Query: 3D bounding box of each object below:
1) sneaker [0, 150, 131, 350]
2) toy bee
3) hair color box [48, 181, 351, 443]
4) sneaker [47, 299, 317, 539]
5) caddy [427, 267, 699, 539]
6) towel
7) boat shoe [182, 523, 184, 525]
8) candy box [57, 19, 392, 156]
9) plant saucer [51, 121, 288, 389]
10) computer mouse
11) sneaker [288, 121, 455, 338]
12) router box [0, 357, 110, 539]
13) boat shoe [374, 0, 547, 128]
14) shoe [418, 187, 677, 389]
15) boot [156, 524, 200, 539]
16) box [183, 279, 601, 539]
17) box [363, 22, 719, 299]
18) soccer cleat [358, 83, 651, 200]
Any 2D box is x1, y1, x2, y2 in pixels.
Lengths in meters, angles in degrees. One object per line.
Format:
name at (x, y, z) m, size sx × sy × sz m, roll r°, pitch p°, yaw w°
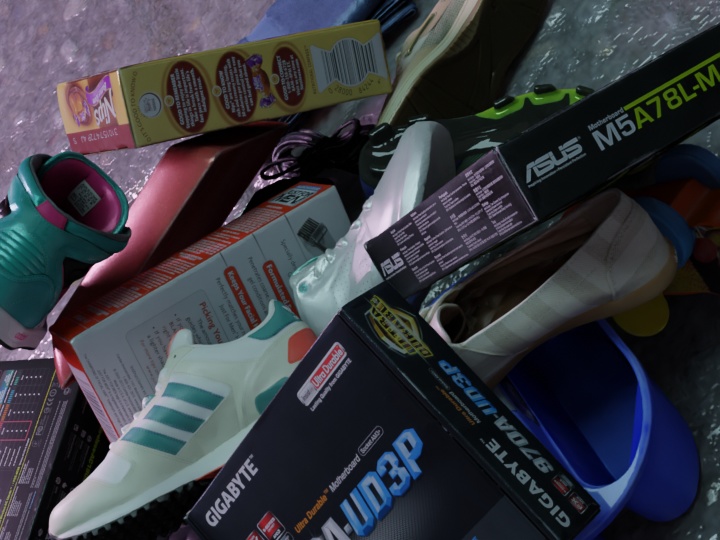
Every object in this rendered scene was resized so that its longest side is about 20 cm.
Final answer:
sneaker at (-0.206, -0.018, 0.959) m, size 0.121 × 0.084 × 0.200 m, roll -49°, pitch 8°, yaw -5°
toy bee at (0.192, -0.009, 0.827) m, size 0.131 × 0.109 × 0.200 m, roll -42°, pitch 9°, yaw -9°
hair color box at (-0.086, 0.037, 0.962) m, size 0.199 × 0.111 × 0.064 m, roll -30°, pitch 18°, yaw -18°
sneaker at (-0.107, 0.092, 0.895) m, size 0.199 × 0.070 × 0.094 m, roll -30°, pitch 68°, yaw -3°
caddy at (0.095, 0.083, 0.833) m, size 0.141 × 0.105 × 0.200 m, roll -44°, pitch 42°, yaw 10°
towel at (-0.050, -0.176, 1.195) m, size 0.200 × 0.048 × 0.112 m, roll -46°, pitch 41°, yaw 7°
boat shoe at (-0.076, 0.143, 0.975) m, size 0.200 × 0.066 × 0.072 m, roll -12°, pitch 78°, yaw 23°
candy box at (-0.093, -0.125, 1.015) m, size 0.116 × 0.199 × 0.057 m, roll 2°, pitch 107°, yaw 58°
plant saucer at (-0.140, -0.025, 1.058) m, size 0.200 × 0.037 × 0.200 m, roll -54°, pitch -2°, yaw 15°
computer mouse at (-0.055, -0.018, 1.086) m, size 0.138 × 0.053 × 0.200 m, roll 3°, pitch 55°, yaw 55°
sneaker at (0.000, 0.000, 0.922) m, size 0.088 × 0.075 × 0.201 m, roll 15°, pitch 94°, yaw 21°
router box at (-0.275, 0.166, 1.121) m, size 0.149 × 0.062 × 0.201 m, roll -4°, pitch 56°, yaw 28°
boat shoe at (0.061, -0.145, 1.060) m, size 0.065 × 0.072 × 0.201 m, roll 12°, pitch 66°, yaw 53°
shoe at (0.069, 0.021, 0.786) m, size 0.199 × 0.053 × 0.070 m, roll -30°, pitch 39°, yaw 14°
boot at (-0.074, 0.234, 0.911) m, size 0.199 × 0.066 × 0.166 m, roll -4°, pitch 92°, yaw 20°
box at (0.009, 0.128, 0.778) m, size 0.159 × 0.046 × 0.200 m, roll 47°, pitch 130°, yaw 12°
box at (0.116, -0.062, 0.792) m, size 0.192 × 0.048 × 0.200 m, roll -28°, pitch -2°, yaw -21°
soccer cleat at (0.098, -0.071, 0.974) m, size 0.199 × 0.084 × 0.065 m, roll -7°, pitch 58°, yaw 14°
